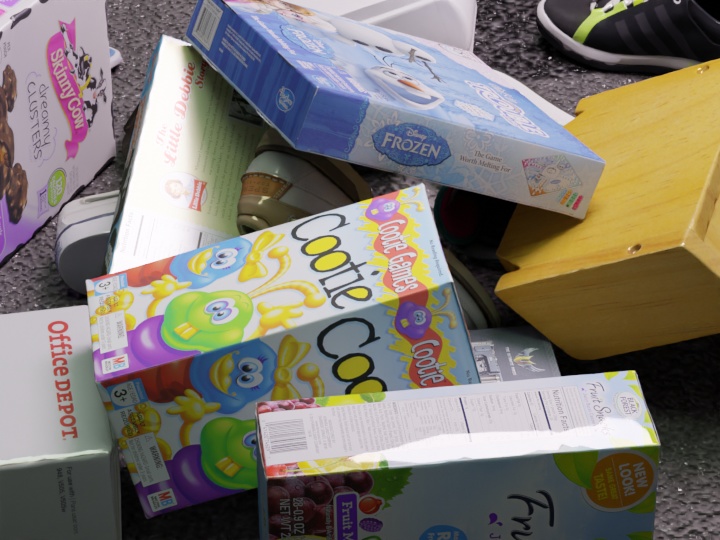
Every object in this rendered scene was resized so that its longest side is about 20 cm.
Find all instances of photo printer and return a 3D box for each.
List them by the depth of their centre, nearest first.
[{"bbox_3d":[0.000,-0.170,1.833,0.166,0.070,0.200,-18,17,11],"label":"photo printer"}]

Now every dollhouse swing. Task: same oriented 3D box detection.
[{"bbox_3d":[0.215,-0.001,1.632,0.181,0.176,0.200,-15,32,32],"label":"dollhouse swing"}]

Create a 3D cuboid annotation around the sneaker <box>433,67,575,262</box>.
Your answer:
[{"bbox_3d":[0.077,-0.067,1.742,0.200,0.084,0.121,27,35,32],"label":"sneaker"}]

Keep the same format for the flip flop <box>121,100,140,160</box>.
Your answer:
[{"bbox_3d":[-0.118,-0.097,1.764,0.058,0.081,0.200,37,1,-12],"label":"flip flop"}]

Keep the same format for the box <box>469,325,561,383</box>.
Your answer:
[{"bbox_3d":[0.047,0.111,1.516,0.157,0.051,0.200,-5,35,-6],"label":"box"}]

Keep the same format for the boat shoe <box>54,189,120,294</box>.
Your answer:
[{"bbox_3d":[-0.097,-0.031,1.706,0.200,0.072,0.066,-11,41,0],"label":"boat shoe"}]

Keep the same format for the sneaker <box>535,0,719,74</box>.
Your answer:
[{"bbox_3d":[0.223,-0.186,1.897,0.200,0.083,0.072,14,38,20],"label":"sneaker"}]

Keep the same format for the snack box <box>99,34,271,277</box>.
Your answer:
[{"bbox_3d":[-0.088,-0.041,1.620,0.116,0.037,0.200,17,56,-12],"label":"snack box"}]

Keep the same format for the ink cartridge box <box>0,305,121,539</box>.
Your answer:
[{"bbox_3d":[-0.239,0.101,1.507,0.200,0.083,0.147,-7,36,-7],"label":"ink cartridge box"}]

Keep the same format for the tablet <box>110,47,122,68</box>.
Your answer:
[{"bbox_3d":[-0.280,-0.129,1.888,0.130,0.014,0.200,24,43,30],"label":"tablet"}]

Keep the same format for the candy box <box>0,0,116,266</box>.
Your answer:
[{"bbox_3d":[-0.241,-0.102,1.718,0.071,0.168,0.200,17,40,22],"label":"candy box"}]

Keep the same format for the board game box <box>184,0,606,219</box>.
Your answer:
[{"bbox_3d":[0.018,-0.105,1.605,0.199,0.043,0.200,13,17,-28],"label":"board game box"}]

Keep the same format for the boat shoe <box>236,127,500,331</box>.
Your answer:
[{"bbox_3d":[0.000,0.000,1.588,0.075,0.200,0.068,-8,48,53],"label":"boat shoe"}]

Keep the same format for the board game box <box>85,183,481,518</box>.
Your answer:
[{"bbox_3d":[-0.041,0.044,1.482,0.200,0.103,0.105,-16,35,1],"label":"board game box"}]

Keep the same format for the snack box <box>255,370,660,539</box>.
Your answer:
[{"bbox_3d":[0.048,0.142,1.373,0.199,0.169,0.068,-6,37,-6],"label":"snack box"}]
